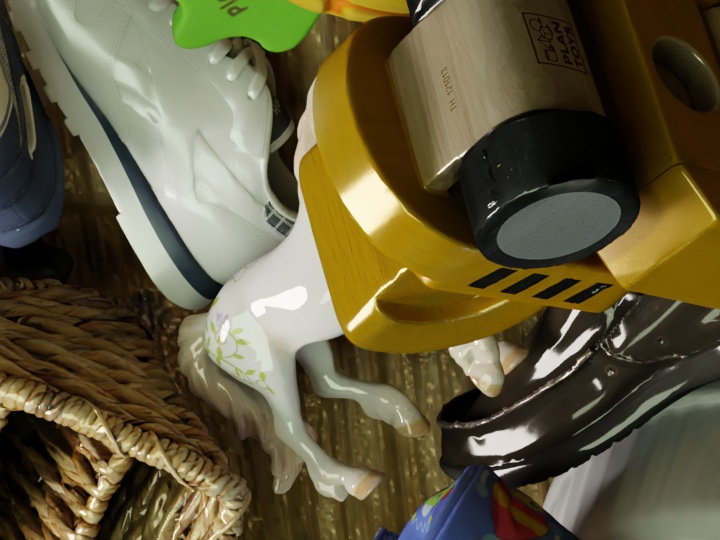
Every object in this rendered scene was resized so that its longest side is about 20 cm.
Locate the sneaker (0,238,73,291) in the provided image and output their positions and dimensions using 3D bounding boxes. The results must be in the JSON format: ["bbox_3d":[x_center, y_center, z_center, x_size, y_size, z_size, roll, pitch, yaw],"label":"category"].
[{"bbox_3d":[-0.180,-0.060,1.240,0.098,0.071,0.201,-15,106,17],"label":"sneaker"}]

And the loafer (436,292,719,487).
[{"bbox_3d":[0.105,0.020,1.170,0.200,0.073,0.071,-31,98,27],"label":"loafer"}]

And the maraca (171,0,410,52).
[{"bbox_3d":[-0.001,-0.140,1.078,0.200,0.107,0.137,-28,141,23],"label":"maraca"}]

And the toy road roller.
[{"bbox_3d":[0.068,-0.036,1.062,0.200,0.123,0.146,9,144,-38],"label":"toy road roller"}]

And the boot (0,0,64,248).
[{"bbox_3d":[-0.175,-0.101,1.178,0.073,0.200,0.090,-24,147,5],"label":"boot"}]

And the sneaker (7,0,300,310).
[{"bbox_3d":[-0.079,-0.083,1.189,0.080,0.076,0.200,-23,112,19],"label":"sneaker"}]

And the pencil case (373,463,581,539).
[{"bbox_3d":[0.088,0.161,1.133,0.200,0.078,0.087,39,97,-1],"label":"pencil case"}]

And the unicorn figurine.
[{"bbox_3d":[0.000,0.000,1.150,0.200,0.074,0.137,-41,93,18],"label":"unicorn figurine"}]

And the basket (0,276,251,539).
[{"bbox_3d":[-0.158,0.117,1.204,0.143,0.149,0.200,10,119,-34],"label":"basket"}]

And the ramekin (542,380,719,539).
[{"bbox_3d":[0.157,0.150,1.204,0.202,0.094,0.203,11,123,18],"label":"ramekin"}]
